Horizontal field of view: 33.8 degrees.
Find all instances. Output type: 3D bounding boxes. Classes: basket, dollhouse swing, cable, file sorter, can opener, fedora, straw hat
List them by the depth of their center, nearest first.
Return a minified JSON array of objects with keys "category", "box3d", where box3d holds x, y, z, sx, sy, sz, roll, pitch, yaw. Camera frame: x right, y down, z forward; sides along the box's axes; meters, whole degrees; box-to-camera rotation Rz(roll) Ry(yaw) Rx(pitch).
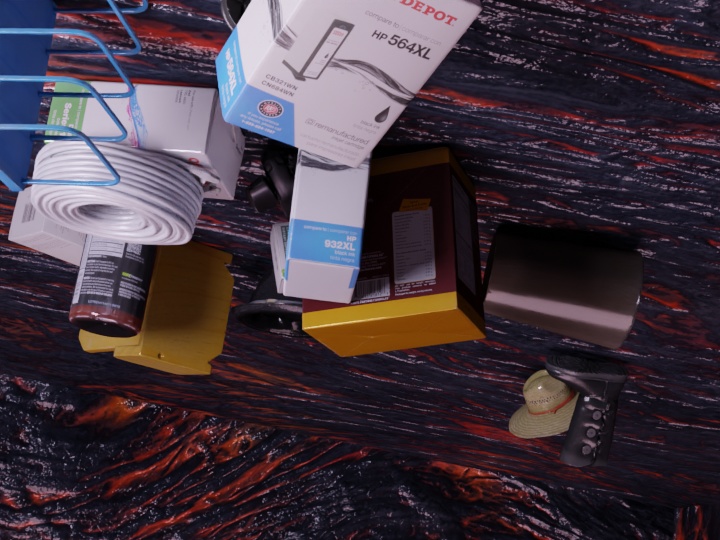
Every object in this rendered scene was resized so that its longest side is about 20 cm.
[{"category":"file sorter","box3d":[-0.282,-0.192,1.105,0.121,0.203,0.139,3,162,10]},{"category":"cable","box3d":[-0.281,-0.086,1.368,0.198,0.070,0.199,19,160,-31]},{"category":"can opener","box3d":[-0.103,-0.106,1.537,0.078,0.064,0.200,-21,170,3]},{"category":"basket","box3d":[0.272,0.021,1.640,0.197,0.138,0.180,12,168,0]},{"category":"dollhouse swing","box3d":[-0.333,0.062,1.929,0.180,0.203,0.175,19,159,-31]},{"category":"fedora","box3d":[-0.114,0.047,1.961,0.197,0.093,0.201,8,163,2]},{"category":"straw hat","box3d":[0.373,0.246,2.362,0.199,0.201,0.086,-9,113,44]}]

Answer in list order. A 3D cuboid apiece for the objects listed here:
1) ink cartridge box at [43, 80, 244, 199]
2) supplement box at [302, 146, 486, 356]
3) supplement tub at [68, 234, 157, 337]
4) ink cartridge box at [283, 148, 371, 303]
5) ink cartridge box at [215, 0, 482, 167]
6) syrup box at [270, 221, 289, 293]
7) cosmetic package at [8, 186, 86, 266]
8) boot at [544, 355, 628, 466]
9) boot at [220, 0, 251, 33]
[{"category":"ink cartridge box","box3d":[-0.250,-0.153,1.403,0.197,0.085,0.145,5,163,9]},{"category":"supplement box","box3d":[0.038,-0.019,1.447,0.194,0.203,0.133,-8,159,19]},{"category":"supplement tub","box3d":[-0.348,-0.012,1.702,0.105,0.203,0.107,8,162,3]},{"category":"ink cartridge box","box3d":[-0.035,-0.082,1.332,0.082,0.203,0.145,7,163,-2]},{"category":"ink cartridge box","box3d":[-0.014,-0.200,1.003,0.144,0.085,0.200,16,134,-28]},{"category":"syrup box","box3d":[-0.020,-0.027,1.618,0.197,0.080,0.082,-7,165,-10]},{"category":"cosmetic package","box3d":[-0.415,-0.056,1.792,0.107,0.086,0.199,-8,157,43]},{"category":"boot","box3d":[0.409,0.271,2.247,0.162,0.203,0.066,10,-158,-4]},{"category":"boot","box3d":[-0.068,-0.205,1.159,0.209,0.081,0.157,18,160,-30]}]
